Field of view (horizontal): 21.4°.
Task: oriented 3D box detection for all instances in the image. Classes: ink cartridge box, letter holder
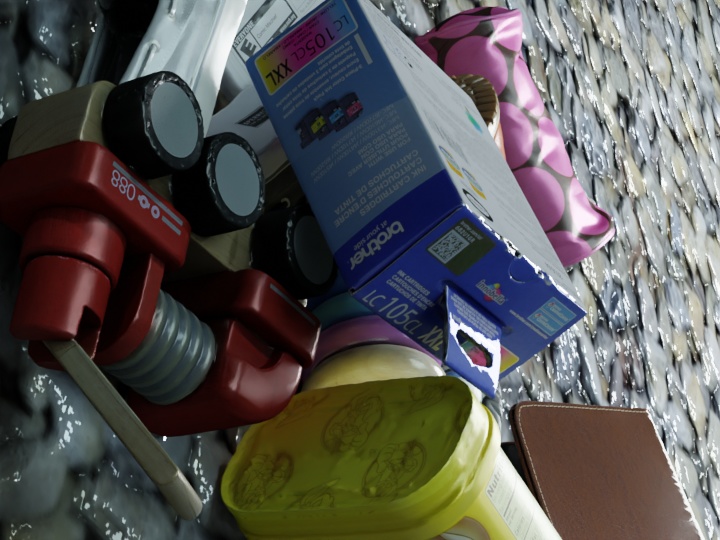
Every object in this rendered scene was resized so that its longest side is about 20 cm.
[{"bbox_3d":[0.033,-0.031,0.965,0.136,0.076,0.201,37,20,-48],"label":"ink cartridge box"},{"bbox_3d":[0.138,0.193,1.174,0.141,0.100,0.201,8,51,-43],"label":"letter holder"}]

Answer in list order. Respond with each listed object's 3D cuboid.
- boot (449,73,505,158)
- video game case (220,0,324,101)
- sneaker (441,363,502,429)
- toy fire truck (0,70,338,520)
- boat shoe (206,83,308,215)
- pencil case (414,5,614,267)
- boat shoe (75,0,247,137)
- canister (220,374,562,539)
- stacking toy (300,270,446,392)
[{"bbox_3d":[0.060,-0.034,1.146,0.201,0.074,0.108,-90,162,-50],"label":"boot"},{"bbox_3d":[-0.067,-0.233,1.118,0.201,0.022,0.183,-53,123,-29],"label":"video game case"},{"bbox_3d":[0.038,0.061,1.162,0.077,0.076,0.201,24,45,-27],"label":"sneaker"},{"bbox_3d":[-0.089,0.032,0.872,0.176,0.128,0.202,43,46,-43],"label":"toy fire truck"},{"bbox_3d":[-0.044,-0.060,1.073,0.200,0.069,0.067,-43,140,-59],"label":"boat shoe"},{"bbox_3d":[0.117,-0.100,1.410,0.093,0.090,0.202,-30,102,-29],"label":"pencil case"},{"bbox_3d":[-0.109,-0.138,1.000,0.068,0.072,0.202,37,57,-39],"label":"boat shoe"},{"bbox_3d":[0.040,0.157,0.982,0.201,0.147,0.087,55,44,-29],"label":"canister"},{"bbox_3d":[0.000,0.000,1.110,0.085,0.085,0.201,42,32,-44],"label":"stacking toy"}]
